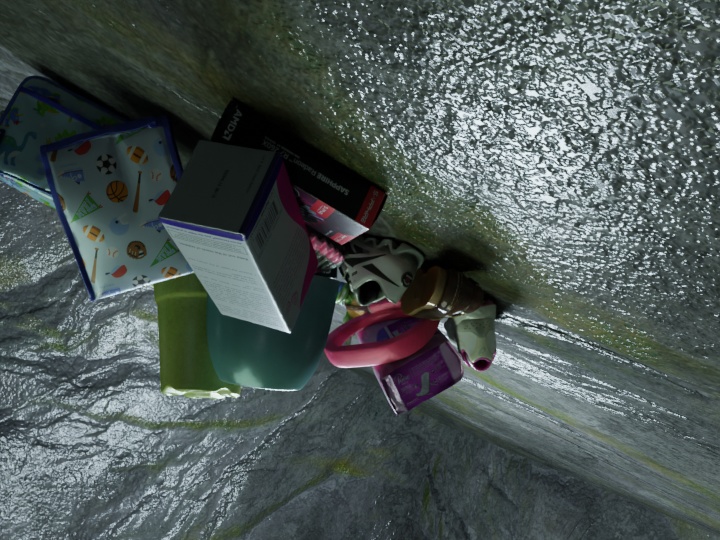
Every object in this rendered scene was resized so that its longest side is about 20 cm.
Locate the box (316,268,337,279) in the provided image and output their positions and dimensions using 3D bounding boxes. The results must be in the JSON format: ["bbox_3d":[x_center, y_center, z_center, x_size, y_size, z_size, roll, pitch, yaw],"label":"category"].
[{"bbox_3d":[-0.151,0.003,1.160,0.194,0.047,0.159,5,164,-17],"label":"box"}]

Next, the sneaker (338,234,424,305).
[{"bbox_3d":[0.000,0.000,0.949,0.073,0.090,0.198,31,169,-31],"label":"sneaker"}]

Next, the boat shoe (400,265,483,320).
[{"bbox_3d":[0.103,0.034,0.892,0.068,0.072,0.200,15,179,-9],"label":"boat shoe"}]

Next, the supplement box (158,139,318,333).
[{"bbox_3d":[-0.122,-0.031,0.737,0.101,0.103,0.202,11,150,17],"label":"supplement box"}]

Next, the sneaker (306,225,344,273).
[{"bbox_3d":[-0.092,-0.067,0.889,0.078,0.098,0.198,-24,142,32],"label":"sneaker"}]

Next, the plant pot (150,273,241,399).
[{"bbox_3d":[-0.256,0.112,1.114,0.194,0.190,0.201,0,164,0],"label":"plant pot"}]

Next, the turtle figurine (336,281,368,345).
[{"bbox_3d":[0.030,0.101,1.161,0.191,0.147,0.200,30,172,-11],"label":"turtle figurine"}]

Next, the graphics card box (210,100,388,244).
[{"bbox_3d":[-0.077,-0.104,0.769,0.197,0.052,0.125,31,167,-12],"label":"graphics card box"}]

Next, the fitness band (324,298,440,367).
[{"bbox_3d":[0.031,0.087,1.005,0.196,0.144,0.038,-13,112,38],"label":"fitness band"}]

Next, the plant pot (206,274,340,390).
[{"bbox_3d":[-0.135,0.084,0.983,0.194,0.166,0.201,8,175,1],"label":"plant pot"}]

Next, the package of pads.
[{"bbox_3d":[0.071,0.126,1.027,0.077,0.118,0.200,62,177,-18],"label":"package of pads"}]

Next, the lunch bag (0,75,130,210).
[{"bbox_3d":[-0.414,-0.170,0.966,0.197,0.164,0.082,28,163,-16],"label":"lunch bag"}]

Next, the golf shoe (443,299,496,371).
[{"bbox_3d":[0.163,0.106,0.992,0.073,0.094,0.200,-7,164,6],"label":"golf shoe"}]

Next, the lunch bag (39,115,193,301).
[{"bbox_3d":[-0.306,-0.090,0.890,0.124,0.166,0.204,-125,22,-55],"label":"lunch bag"}]
